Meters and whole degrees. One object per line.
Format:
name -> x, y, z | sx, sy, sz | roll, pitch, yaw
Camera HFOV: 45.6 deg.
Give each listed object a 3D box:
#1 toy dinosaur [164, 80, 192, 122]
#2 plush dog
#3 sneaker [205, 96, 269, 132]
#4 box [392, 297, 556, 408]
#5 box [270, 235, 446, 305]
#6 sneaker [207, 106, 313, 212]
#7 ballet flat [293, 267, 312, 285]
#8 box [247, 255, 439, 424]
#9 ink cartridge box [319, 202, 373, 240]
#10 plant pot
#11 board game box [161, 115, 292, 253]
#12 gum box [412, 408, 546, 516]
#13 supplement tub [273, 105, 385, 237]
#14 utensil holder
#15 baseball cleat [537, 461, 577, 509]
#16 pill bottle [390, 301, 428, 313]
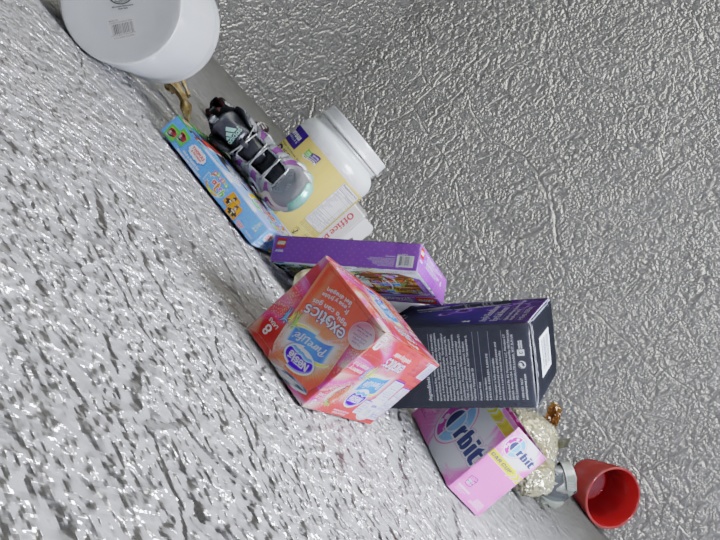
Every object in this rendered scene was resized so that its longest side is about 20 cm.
toy dinosaur -> -0.325, -0.330, 1.373 | 0.200, 0.058, 0.101 | 48, 6, -15
plush dog -> 0.274, 0.302, 1.586 | 0.171, 0.162, 0.200 | 18, 15, -20
sneaker -> -0.260, -0.314, 1.784 | 0.116, 0.076, 0.200 | 46, 5, -1
box -> 0.135, 0.103, 1.077 | 0.148, 0.198, 0.105 | -25, 109, -68
box -> 0.000, 0.000, 1.112 | 0.198, 0.039, 0.137 | 4, -18, 21
sneaker -> -0.152, -0.163, 1.158 | 0.200, 0.078, 0.140 | 40, -2, 44
ballet flat -> -0.012, 0.068, 1.093 | 0.200, 0.066, 0.057 | 46, 16, -28
box -> -0.010, 0.075, 0.828 | 0.095, 0.103, 0.200 | 51, 6, 23
ink cartridge box -> -0.082, -0.109, 1.451 | 0.200, 0.128, 0.125 | 49, 5, -2
plant pot -> 0.776, 0.707, 2.774 | 0.201, 0.200, 0.177 | 48, -5, -14
board game box -> -0.173, -0.108, 1.163 | 0.200, 0.037, 0.151 | 51, 4, 12
gum box -> 0.149, 0.214, 1.133 | 0.066, 0.113, 0.200 | 47, 5, -21
supplement tub -> -0.076, -0.138, 1.299 | 0.146, 0.200, 0.145 | 48, 4, -5
utensil holder -> -0.292, -0.348, 1.154 | 0.170, 0.170, 0.200 | 49, 6, -4
baseball cleat -> 0.370, 0.407, 1.742 | 0.200, 0.106, 0.070 | 44, 11, -33
pill bottle -> 0.070, 0.100, 1.296 | 0.116, 0.116, 0.200 | 50, 4, 12
